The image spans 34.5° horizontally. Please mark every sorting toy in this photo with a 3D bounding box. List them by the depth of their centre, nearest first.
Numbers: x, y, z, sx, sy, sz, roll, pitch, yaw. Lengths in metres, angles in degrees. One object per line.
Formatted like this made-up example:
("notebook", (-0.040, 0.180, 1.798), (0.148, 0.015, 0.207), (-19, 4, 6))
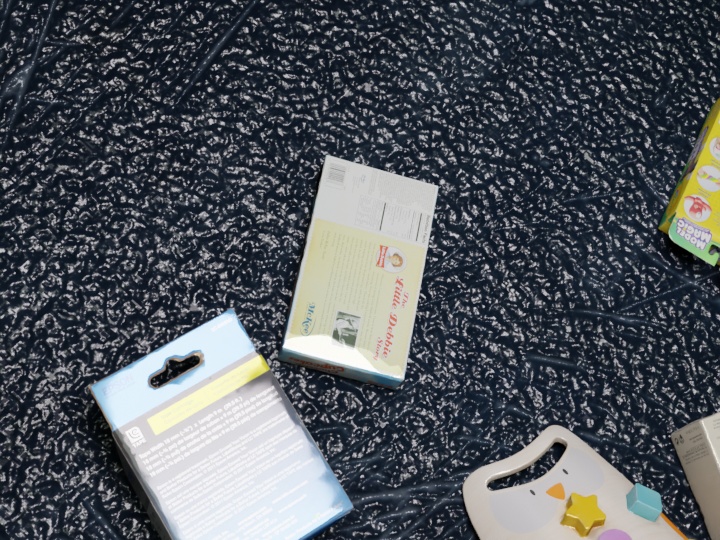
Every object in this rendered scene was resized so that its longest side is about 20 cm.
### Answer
("sorting toy", (0.187, 0.229, 1.026), (0.199, 0.107, 0.180), (-27, 59, -21))

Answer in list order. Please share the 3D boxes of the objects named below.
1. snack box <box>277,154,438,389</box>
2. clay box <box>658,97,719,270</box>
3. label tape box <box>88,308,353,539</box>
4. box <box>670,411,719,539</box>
("snack box", (0.000, 0.000, 1.085), (0.115, 0.037, 0.202), (15, 67, -7))
("clay box", (0.389, -0.079, 1.204), (0.114, 0.048, 0.201), (31, 67, -1))
("label tape box", (-0.120, 0.157, 0.981), (0.143, 0.063, 0.201), (-28, 78, -21))
("box", (0.368, 0.228, 1.070), (0.081, 0.068, 0.202), (-12, 73, -17))
